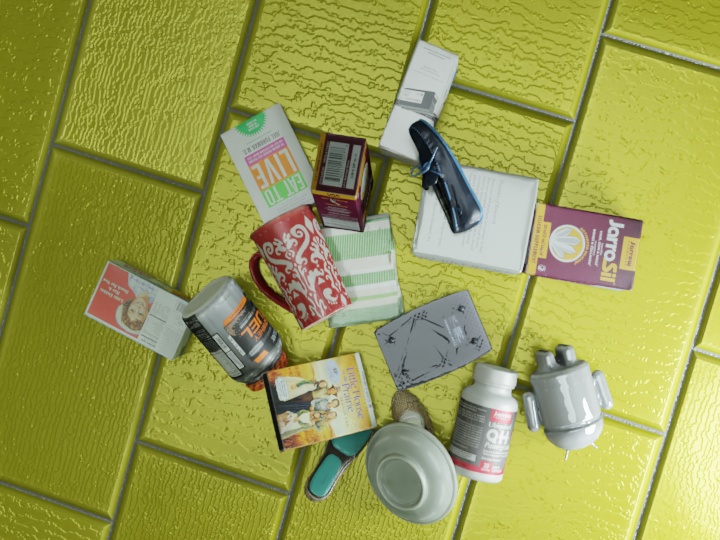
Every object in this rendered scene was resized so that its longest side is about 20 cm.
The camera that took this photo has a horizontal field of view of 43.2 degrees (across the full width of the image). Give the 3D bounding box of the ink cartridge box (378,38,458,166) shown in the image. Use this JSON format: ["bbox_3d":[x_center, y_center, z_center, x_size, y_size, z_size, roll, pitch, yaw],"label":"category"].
[{"bbox_3d":[0.107,-0.300,1.670,0.083,0.145,0.204,22,93,4],"label":"ink cartridge box"}]

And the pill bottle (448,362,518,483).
[{"bbox_3d":[0.231,0.279,1.686,0.108,0.111,0.205,12,92,5],"label":"pill bottle"}]

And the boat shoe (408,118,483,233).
[{"bbox_3d":[0.132,-0.157,1.519,0.068,0.084,0.202,-31,83,-8],"label":"boat shoe"}]

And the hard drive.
[{"bbox_3d":[0.138,0.132,1.726,0.197,0.042,0.137,-24,89,5],"label":"hard drive"}]

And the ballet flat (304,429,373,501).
[{"bbox_3d":[-0.046,0.354,1.726,0.068,0.068,0.200,38,60,7],"label":"ballet flat"}]

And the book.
[{"bbox_3d":[-0.167,-0.200,1.751,0.132,0.048,0.203,-28,87,1],"label":"book"}]

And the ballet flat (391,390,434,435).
[{"bbox_3d":[0.113,0.325,1.720,0.069,0.065,0.203,-25,89,3],"label":"ballet flat"}]

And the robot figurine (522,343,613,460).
[{"bbox_3d":[0.379,0.240,1.670,0.166,0.113,0.205,-16,90,-2],"label":"robot figurine"}]

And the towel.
[{"bbox_3d":[0.000,0.000,1.747,0.149,0.023,0.205,-7,92,6],"label":"towel"}]

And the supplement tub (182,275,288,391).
[{"bbox_3d":[-0.230,0.121,1.701,0.122,0.123,0.201,-36,109,4],"label":"supplement tub"}]

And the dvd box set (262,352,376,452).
[{"bbox_3d":[-0.075,0.243,1.690,0.196,0.029,0.150,-8,78,-29],"label":"dvd box set"}]

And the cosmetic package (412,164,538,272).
[{"bbox_3d":[0.203,-0.092,1.645,0.195,0.167,0.171,10,90,4],"label":"cosmetic package"}]

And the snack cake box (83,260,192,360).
[{"bbox_3d":[-0.419,0.076,1.763,0.197,0.067,0.117,27,94,4],"label":"snack cake box"}]

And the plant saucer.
[{"bbox_3d":[0.084,0.385,1.687,0.197,0.050,0.205,11,109,32],"label":"plant saucer"}]

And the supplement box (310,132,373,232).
[{"bbox_3d":[-0.030,-0.155,1.647,0.084,0.200,0.113,9,76,7],"label":"supplement box"}]

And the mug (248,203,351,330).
[{"bbox_3d":[-0.113,0.002,1.714,0.132,0.177,0.203,-25,86,-27],"label":"mug"}]

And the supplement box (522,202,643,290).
[{"bbox_3d":[0.403,-0.042,1.668,0.195,0.103,0.134,9,90,4],"label":"supplement box"}]
